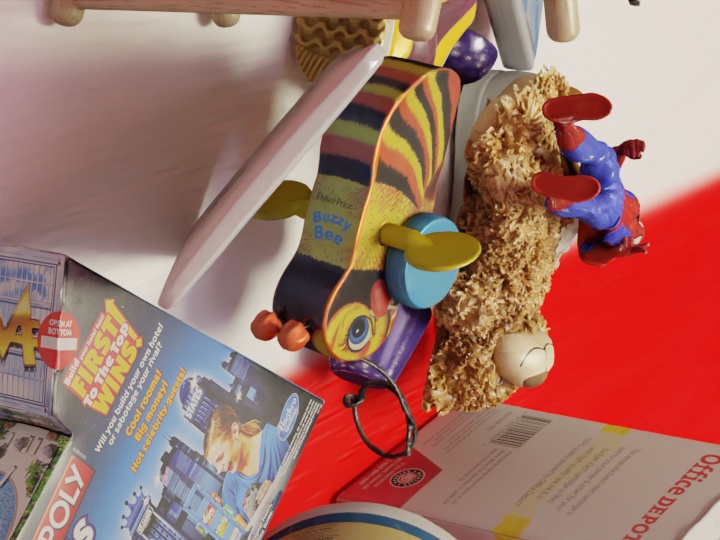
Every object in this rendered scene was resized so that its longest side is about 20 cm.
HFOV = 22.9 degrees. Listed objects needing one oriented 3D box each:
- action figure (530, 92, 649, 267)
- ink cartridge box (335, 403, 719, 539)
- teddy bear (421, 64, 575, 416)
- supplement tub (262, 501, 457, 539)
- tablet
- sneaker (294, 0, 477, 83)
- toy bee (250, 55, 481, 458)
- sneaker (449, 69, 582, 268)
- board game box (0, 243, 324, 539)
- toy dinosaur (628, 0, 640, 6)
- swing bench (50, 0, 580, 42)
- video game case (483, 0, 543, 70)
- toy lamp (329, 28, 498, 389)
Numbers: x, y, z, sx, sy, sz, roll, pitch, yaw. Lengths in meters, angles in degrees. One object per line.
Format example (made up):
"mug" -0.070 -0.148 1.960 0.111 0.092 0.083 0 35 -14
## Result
"action figure" 0.130 -0.039 0.952 0.200 0.051 0.066 39 55 -73
"ink cartridge box" 0.109 0.150 1.003 0.145 0.199 0.084 -30 121 -49
"teddy bear" 0.083 -0.012 0.967 0.145 0.066 0.201 -14 116 -78
"supplement tub" -0.009 0.215 0.833 0.200 0.144 0.145 -72 156 -66
"tablet" -0.039 -0.046 0.761 0.130 0.014 0.200 -50 -174 3
"sneaker" 0.029 -0.178 0.939 0.090 0.075 0.201 25 84 -56
"toy bee" 0.000 0.000 0.855 0.108 0.130 0.201 -11 92 -51
"sneaker" 0.099 -0.016 1.061 0.073 0.084 0.201 -19 113 -55
"board game box" -0.119 0.088 0.774 0.200 0.061 0.201 53 54 -45
"toy dinosaur" 0.122 -0.187 0.704 0.199 0.102 0.136 24 58 -34
"swing bench" -0.018 -0.200 0.745 0.129 0.198 0.201 -10 104 -55
"video game case" 0.091 -0.227 0.986 0.200 0.022 0.183 49 48 -76
"toy lamp" 0.027 -0.035 0.973 0.058 0.058 0.201 34 69 -53
